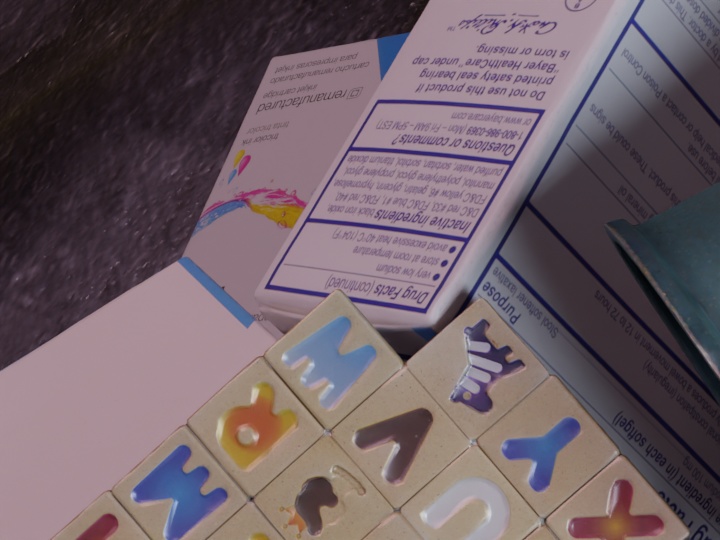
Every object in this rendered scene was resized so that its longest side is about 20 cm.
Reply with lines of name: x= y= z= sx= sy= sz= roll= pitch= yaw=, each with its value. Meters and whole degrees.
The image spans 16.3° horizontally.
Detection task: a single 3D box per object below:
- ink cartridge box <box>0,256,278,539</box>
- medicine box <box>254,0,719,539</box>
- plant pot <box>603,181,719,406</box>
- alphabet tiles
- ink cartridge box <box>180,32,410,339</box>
ink cartridge box: x=-0.052 y=0.124 z=0.937 sx=0.125 sy=0.200 sz=0.129 roll=-34 pitch=33 yaw=-12
medicine box: x=0.091 y=-0.015 z=0.917 sx=0.103 sy=0.182 sz=0.200 roll=9 pitch=62 yaw=50
plant pot: x=0.212 y=0.014 z=0.773 sx=0.196 sy=0.200 sz=0.200 roll=-34 pitch=36 yaw=3
alphabet tiles: x=-0.002 y=0.111 z=0.804 sx=0.200 sy=0.166 sz=0.006 roll=-42 pitch=-4 yaw=7
ink cartridge box: x=0.000 y=0.000 z=1.084 sx=0.144 sy=0.085 sz=0.200 roll=-6 pitch=53 yaw=43
